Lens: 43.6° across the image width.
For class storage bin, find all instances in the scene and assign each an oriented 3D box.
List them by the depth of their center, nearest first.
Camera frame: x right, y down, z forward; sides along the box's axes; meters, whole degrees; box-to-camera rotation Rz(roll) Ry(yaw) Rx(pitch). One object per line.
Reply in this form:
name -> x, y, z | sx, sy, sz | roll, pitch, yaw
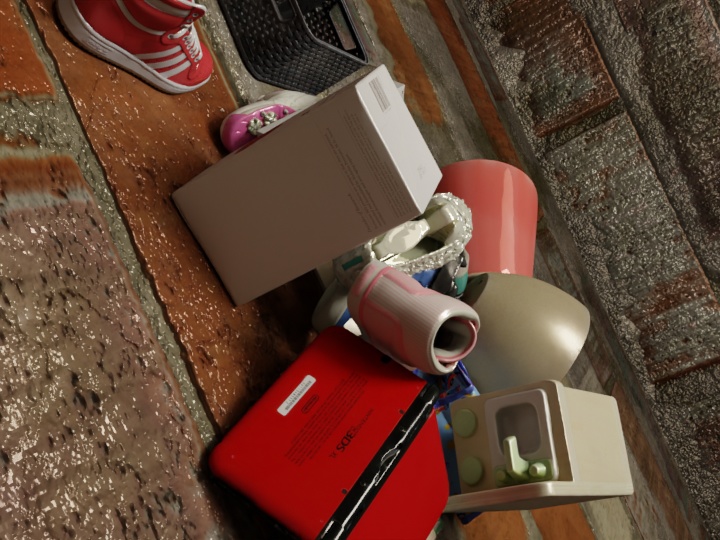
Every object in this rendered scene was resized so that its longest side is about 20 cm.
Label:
storage bin -> -0.082, -0.312, 1.141 | 0.137, 0.093, 0.199 | 67, 22, 6

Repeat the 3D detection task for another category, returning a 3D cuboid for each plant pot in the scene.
plant pot -> 0.187, 0.081, 1.203 | 0.134, 0.200, 0.201 | 40, 26, -9
plant pot -> 0.176, -0.033, 1.338 | 0.200, 0.198, 0.180 | 41, 39, -45

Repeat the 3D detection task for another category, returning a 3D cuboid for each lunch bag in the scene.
lunch bag -> 0.118, 0.181, 1.107 | 0.152, 0.093, 0.200 | 60, 8, -15

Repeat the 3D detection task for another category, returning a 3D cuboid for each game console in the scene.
game console -> -0.017, 0.175, 0.750 | 0.171, 0.120, 0.200 | 32, 41, 12

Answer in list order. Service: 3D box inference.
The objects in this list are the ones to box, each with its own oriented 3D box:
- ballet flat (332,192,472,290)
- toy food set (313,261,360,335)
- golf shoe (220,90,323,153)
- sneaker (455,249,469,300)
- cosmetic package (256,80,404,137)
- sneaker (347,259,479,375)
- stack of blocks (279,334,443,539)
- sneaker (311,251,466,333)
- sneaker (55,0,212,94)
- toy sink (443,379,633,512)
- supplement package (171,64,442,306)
ballet flat -> 0.057, -0.032, 0.873 | 0.199, 0.071, 0.073 | -29, 93, -40
toy food set -> 0.000, 0.000, 0.989 | 0.142, 0.060, 0.203 | -29, 96, -36
golf shoe -> -0.094, -0.159, 0.992 | 0.091, 0.077, 0.199 | 27, 24, 28
sneaker -> 0.087, -0.022, 1.241 | 0.201, 0.070, 0.081 | -123, -151, -54
cosmetic package -> -0.028, -0.140, 0.972 | 0.199, 0.050, 0.084 | -36, 138, -42
sneaker -> 0.060, 0.065, 0.828 | 0.104, 0.076, 0.201 | 27, -12, 24
stack of blocks -> 0.009, 0.169, 0.864 | 0.203, 0.058, 0.115 | 66, 21, 4
sneaker -> 0.040, 0.019, 0.926 | 0.111, 0.077, 0.200 | 45, 51, -6
sneaker -> -0.165, -0.226, 0.813 | 0.199, 0.111, 0.072 | 5, 61, -66
toy sink -> 0.173, 0.181, 0.921 | 0.198, 0.129, 0.114 | 15, 62, -49
supplement package -> -0.045, -0.077, 0.813 | 0.121, 0.198, 0.121 | 59, 22, -12
